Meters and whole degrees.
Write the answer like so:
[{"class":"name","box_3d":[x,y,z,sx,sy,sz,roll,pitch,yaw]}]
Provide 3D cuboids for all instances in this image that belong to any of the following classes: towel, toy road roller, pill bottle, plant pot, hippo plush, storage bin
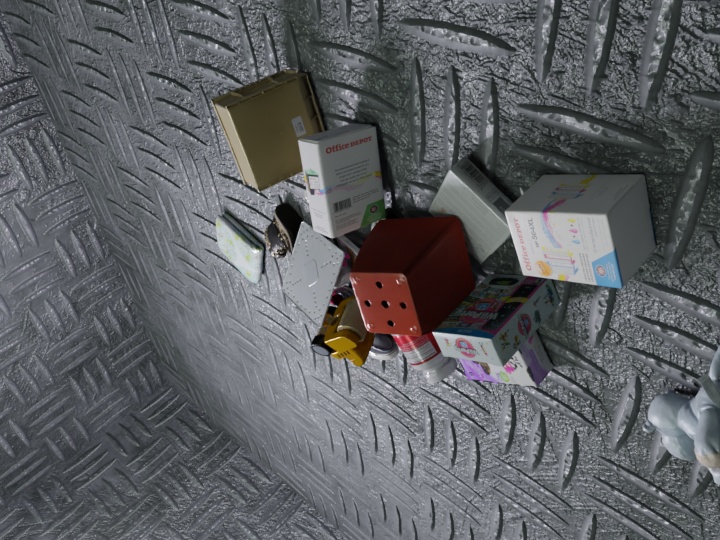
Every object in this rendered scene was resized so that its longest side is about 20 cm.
[{"class":"towel","box_3d":[-0.386,-0.071,2.028,0.200,0.048,0.172,40,148,18]},{"class":"toy road roller","box_3d":[-0.016,0.159,1.573,0.146,0.124,0.200,35,147,-19]},{"class":"pill bottle","box_3d":[0.145,0.161,1.505,0.201,0.112,0.112,57,149,-10]},{"class":"plant pot","box_3d":[0.093,0.023,1.258,0.198,0.176,0.202,1,117,38]},{"class":"hippo plush","box_3d":[0.542,0.259,1.037,0.201,0.159,0.161,54,148,-5]},{"class":"storage bin","box_3d":[-0.188,-0.308,1.385,0.094,0.197,0.201,36,149,55]}]

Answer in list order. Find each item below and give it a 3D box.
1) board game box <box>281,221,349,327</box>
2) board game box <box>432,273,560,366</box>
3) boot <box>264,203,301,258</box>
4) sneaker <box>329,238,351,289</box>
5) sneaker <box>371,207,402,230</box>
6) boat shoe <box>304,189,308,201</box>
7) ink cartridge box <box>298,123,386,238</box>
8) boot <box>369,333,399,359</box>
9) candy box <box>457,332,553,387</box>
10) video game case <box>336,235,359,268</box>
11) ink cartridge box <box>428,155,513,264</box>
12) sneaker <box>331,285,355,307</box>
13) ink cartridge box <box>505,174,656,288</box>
[{"class":"board game box","box_3d":[-0.114,0.008,1.574,0.200,0.026,0.202,38,116,45]},{"class":"board game box","box_3d":[0.256,0.087,1.196,0.147,0.200,0.065,1,125,51]},{"class":"boot","box_3d":[-0.194,-0.068,1.744,0.201,0.073,0.150,59,149,4]},{"class":"sneaker","box_3d":[-0.075,-0.019,1.606,0.116,0.075,0.200,66,167,-9]},{"class":"sneaker","box_3d":[0.105,-0.054,1.376,0.200,0.074,0.080,44,143,13]},{"class":"boat shoe","box_3d":[-0.069,-0.211,1.453,0.074,0.060,0.200,37,151,-3]},{"class":"ink cartridge box","box_3d":[-0.035,-0.189,1.314,0.084,0.144,0.202,25,131,50]},{"class":"boot","box_3d":[0.016,0.167,1.716,0.199,0.073,0.091,22,144,41]},{"class":"candy box","box_3d":[0.285,0.154,1.352,0.199,0.071,0.169,-6,117,55]},{"class":"video game case","box_3d":[0.000,0.000,1.552,0.200,0.017,0.144,44,157,58]},{"class":"ink cartridge box","box_3d":[0.218,-0.109,1.217,0.162,0.050,0.200,46,166,8]},{"class":"sneaker","box_3d":[-0.001,0.106,1.651,0.199,0.074,0.081,26,111,34]},{"class":"ink cartridge box","box_3d":[0.336,-0.067,1.004,0.199,0.125,0.129,8,129,48]}]
